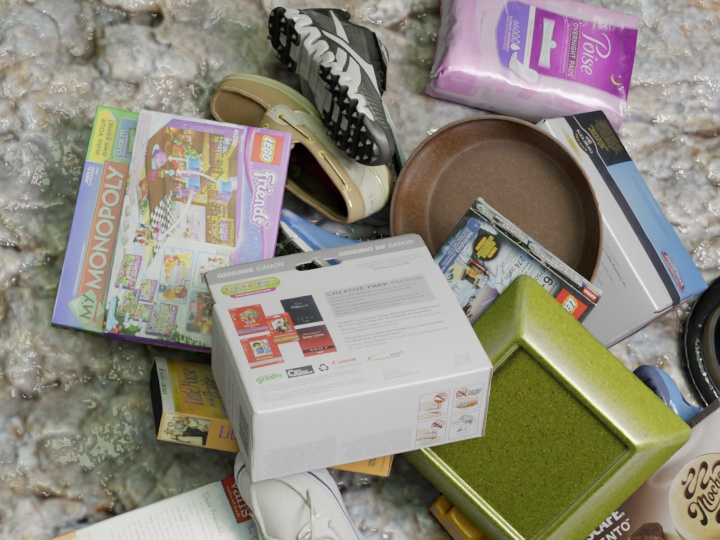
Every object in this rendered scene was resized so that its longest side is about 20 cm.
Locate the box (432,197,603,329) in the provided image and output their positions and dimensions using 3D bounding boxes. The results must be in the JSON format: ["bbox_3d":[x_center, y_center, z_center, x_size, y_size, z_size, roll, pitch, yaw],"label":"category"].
[{"bbox_3d":[0.097,0.056,1.589,0.137,0.200,0.040,37,24,3],"label":"box"}]

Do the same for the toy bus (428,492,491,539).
[{"bbox_3d":[0.156,0.171,1.649,0.200,0.078,0.065,-39,86,-23],"label":"toy bus"}]

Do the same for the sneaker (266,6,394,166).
[{"bbox_3d":[-0.004,-0.175,1.640,0.090,0.067,0.200,-15,51,-24],"label":"sneaker"}]

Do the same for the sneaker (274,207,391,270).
[{"bbox_3d":[0.000,0.000,1.670,0.200,0.079,0.089,33,60,-12],"label":"sneaker"}]

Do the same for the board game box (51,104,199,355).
[{"bbox_3d":[-0.189,-0.036,1.621,0.134,0.029,0.201,11,81,-7],"label":"board game box"}]

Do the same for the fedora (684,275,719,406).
[{"bbox_3d":[0.414,0.078,1.743,0.200,0.092,0.201,5,71,-15],"label":"fedora"}]

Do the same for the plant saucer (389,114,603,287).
[{"bbox_3d":[0.123,-0.039,1.609,0.201,0.200,0.037,55,27,6],"label":"plant saucer"}]

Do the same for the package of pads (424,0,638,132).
[{"bbox_3d":[0.166,-0.208,1.776,0.199,0.076,0.121,13,72,-11],"label":"package of pads"}]

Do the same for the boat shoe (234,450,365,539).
[{"bbox_3d":[-0.046,0.231,1.518,0.074,0.202,0.086,-17,41,14],"label":"boat shoe"}]

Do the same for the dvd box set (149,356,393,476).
[{"bbox_3d":[-0.080,0.124,1.568,0.199,0.146,0.030,11,103,-11],"label":"dvd box set"}]

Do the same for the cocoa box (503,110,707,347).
[{"bbox_3d":[0.198,-0.028,1.672,0.131,0.133,0.200,-17,75,-58],"label":"cocoa box"}]

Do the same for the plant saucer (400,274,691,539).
[{"bbox_3d":[0.141,0.142,1.546,0.200,0.048,0.200,43,110,1],"label":"plant saucer"}]

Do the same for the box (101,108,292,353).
[{"bbox_3d":[-0.141,-0.031,1.587,0.136,0.039,0.201,9,80,-1],"label":"box"}]

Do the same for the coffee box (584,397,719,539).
[{"bbox_3d":[0.274,0.220,1.620,0.200,0.080,0.113,-38,86,7],"label":"coffee box"}]

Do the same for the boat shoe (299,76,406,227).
[{"bbox_3d":[0.001,-0.142,1.710,0.070,0.072,0.201,-17,78,-20],"label":"boat shoe"}]

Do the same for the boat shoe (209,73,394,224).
[{"bbox_3d":[-0.064,-0.111,1.656,0.200,0.074,0.066,32,44,20],"label":"boat shoe"}]

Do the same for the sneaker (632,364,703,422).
[{"bbox_3d":[0.320,0.169,1.702,0.082,0.074,0.200,-32,90,-25],"label":"sneaker"}]

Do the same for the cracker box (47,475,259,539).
[{"bbox_3d":[-0.165,0.266,1.540,0.199,0.058,0.134,-17,78,-19],"label":"cracker box"}]

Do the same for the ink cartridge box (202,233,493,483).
[{"bbox_3d":[-0.016,0.067,1.496,0.199,0.084,0.176,-9,43,-15],"label":"ink cartridge box"}]
